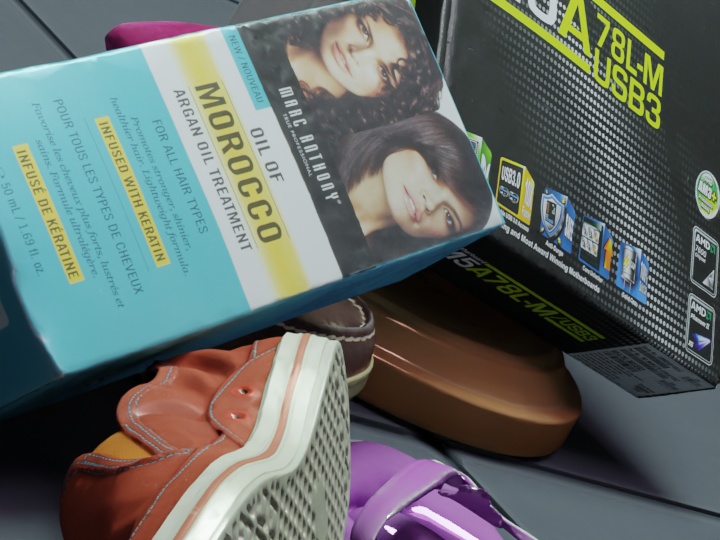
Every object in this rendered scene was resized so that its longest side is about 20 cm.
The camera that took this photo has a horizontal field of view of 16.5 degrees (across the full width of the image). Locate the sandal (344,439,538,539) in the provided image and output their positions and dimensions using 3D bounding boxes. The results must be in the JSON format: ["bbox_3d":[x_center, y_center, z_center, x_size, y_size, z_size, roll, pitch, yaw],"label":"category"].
[{"bbox_3d":[0.029,0.085,0.674,0.082,0.050,0.203,29,14,-14],"label":"sandal"}]

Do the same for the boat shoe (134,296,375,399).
[{"bbox_3d":[-0.061,-0.011,0.764,0.200,0.072,0.072,20,18,-40],"label":"boat shoe"}]

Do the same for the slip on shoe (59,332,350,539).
[{"bbox_3d":[-0.042,0.067,0.581,0.061,0.074,0.200,-2,19,8],"label":"slip on shoe"}]

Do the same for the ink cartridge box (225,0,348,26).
[{"bbox_3d":[0.043,-0.102,1.143,0.146,0.147,0.200,35,15,12],"label":"ink cartridge box"}]

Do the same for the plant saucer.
[{"bbox_3d":[0.000,0.000,0.944,0.200,0.032,0.200,30,15,-9],"label":"plant saucer"}]

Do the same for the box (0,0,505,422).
[{"bbox_3d":[-0.046,-0.022,0.701,0.200,0.049,0.082,-20,85,-50],"label":"box"}]

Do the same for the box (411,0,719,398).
[{"bbox_3d":[0.076,-0.074,0.936,0.047,0.194,0.200,-9,-28,38],"label":"box"}]

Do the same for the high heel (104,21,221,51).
[{"bbox_3d":[-0.022,-0.070,0.936,0.096,0.067,0.200,44,28,6],"label":"high heel"}]
